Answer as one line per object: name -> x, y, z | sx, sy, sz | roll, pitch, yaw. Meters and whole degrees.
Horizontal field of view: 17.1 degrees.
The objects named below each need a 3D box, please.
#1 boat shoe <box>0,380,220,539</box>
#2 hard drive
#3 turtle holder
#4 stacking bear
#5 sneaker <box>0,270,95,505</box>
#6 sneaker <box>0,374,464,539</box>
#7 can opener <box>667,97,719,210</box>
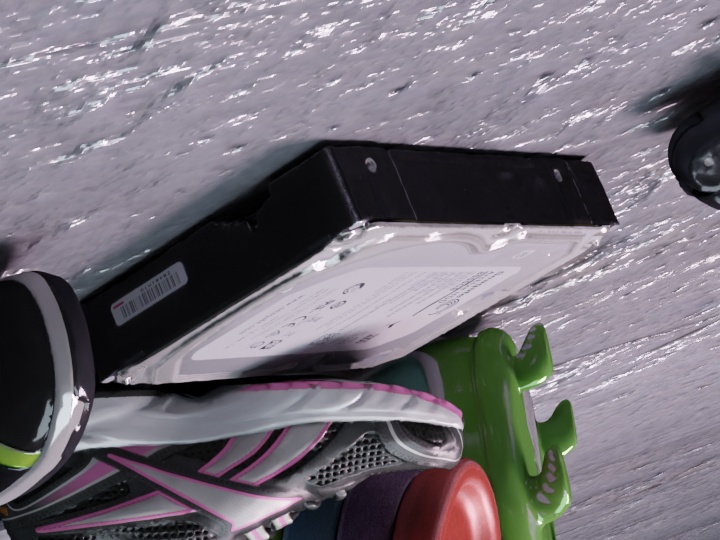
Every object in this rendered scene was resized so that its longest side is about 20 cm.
boat shoe -> -0.134, 0.088, 1.033 | 0.200, 0.057, 0.069 | -18, -177, -20
hard drive -> 0.000, 0.000, 0.962 | 0.140, 0.038, 0.200 | -31, 164, 30
turtle holder -> 0.046, 0.125, 1.194 | 0.132, 0.186, 0.141 | -11, 170, 8
stacking bear -> -0.045, 0.139, 1.090 | 0.200, 0.114, 0.121 | -1, 160, 20
sneaker -> -0.178, 0.064, 0.849 | 0.200, 0.072, 0.083 | -32, 162, 32
sneaker -> -0.057, 0.088, 0.996 | 0.200, 0.086, 0.080 | -2, -179, -10
can opener -> 0.215, -0.084, 0.972 | 0.200, 0.079, 0.063 | -30, 126, 14
